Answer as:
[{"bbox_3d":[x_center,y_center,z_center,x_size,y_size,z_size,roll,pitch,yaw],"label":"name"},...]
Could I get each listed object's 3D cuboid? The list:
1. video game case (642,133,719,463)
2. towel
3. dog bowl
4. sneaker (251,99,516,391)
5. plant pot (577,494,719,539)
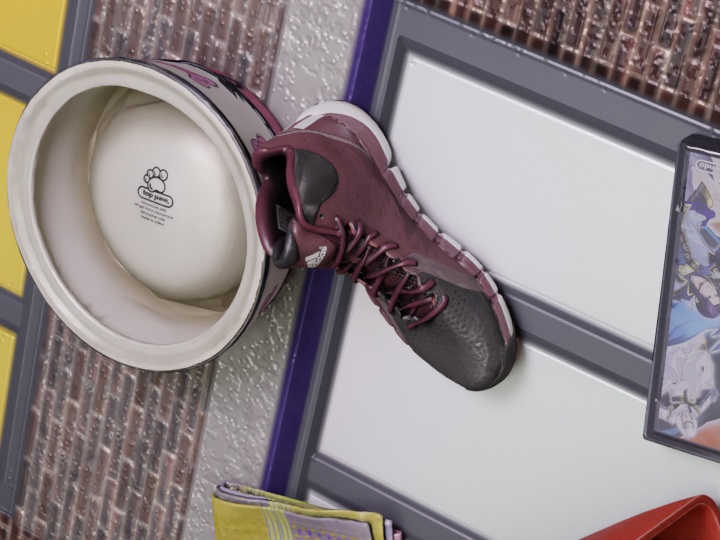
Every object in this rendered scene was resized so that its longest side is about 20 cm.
[{"bbox_3d":[0.255,0.035,1.233,0.199,0.025,0.181,16,115,28],"label":"video game case"},{"bbox_3d":[-0.035,0.238,1.498,0.143,0.023,0.201,9,111,30],"label":"towel"},{"bbox_3d":[-0.121,-0.042,1.423,0.200,0.074,0.201,12,113,30],"label":"dog bowl"},{"bbox_3d":[0.000,0.000,1.331,0.076,0.115,0.200,-42,82,36],"label":"sneaker"},{"bbox_3d":[0.114,0.265,1.316,0.176,0.200,0.201,-14,99,47],"label":"plant pot"}]
